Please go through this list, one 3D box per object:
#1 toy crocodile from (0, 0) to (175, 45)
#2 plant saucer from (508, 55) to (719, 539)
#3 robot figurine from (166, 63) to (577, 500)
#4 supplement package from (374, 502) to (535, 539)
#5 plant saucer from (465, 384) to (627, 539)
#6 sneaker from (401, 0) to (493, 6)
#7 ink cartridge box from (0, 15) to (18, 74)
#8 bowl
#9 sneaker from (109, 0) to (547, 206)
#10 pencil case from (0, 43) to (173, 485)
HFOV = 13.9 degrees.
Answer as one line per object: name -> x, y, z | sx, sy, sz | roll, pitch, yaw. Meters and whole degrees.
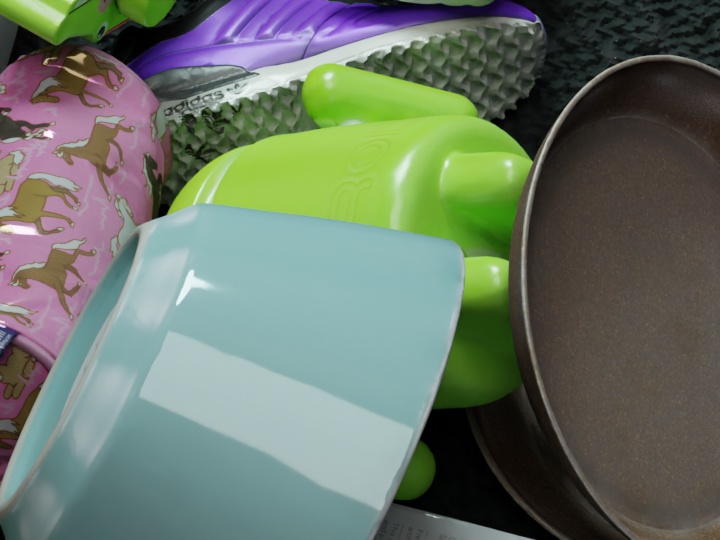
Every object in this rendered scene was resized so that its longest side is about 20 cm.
toy crocodile -> -0.097, -0.140, 1.264 | 0.067, 0.062, 0.200 | 26, 34, 10
plant saucer -> 0.121, 0.019, 1.132 | 0.032, 0.200, 0.201 | -15, 48, 46
robot figurine -> 0.000, 0.000, 1.186 | 0.199, 0.116, 0.176 | -7, 70, 39
supplement package -> 0.057, 0.176, 1.103 | 0.199, 0.117, 0.118 | 14, 60, 12
plant saucer -> 0.142, 0.044, 1.219 | 0.199, 0.037, 0.201 | -2, 60, 4
sneaker -> 0.041, -0.182, 1.316 | 0.088, 0.075, 0.200 | -3, 30, 26
ink cartridge box -> -0.234, -0.080, 1.247 | 0.146, 0.083, 0.201 | 18, 93, 15
bowl -> -0.056, 0.058, 1.026 | 0.105, 0.201, 0.201 | 27, 63, -10
sneaker -> -0.021, -0.101, 1.298 | 0.199, 0.070, 0.100 | -13, 50, -7
pencil case -> -0.130, -0.006, 1.170 | 0.082, 0.087, 0.200 | -8, 36, 16
